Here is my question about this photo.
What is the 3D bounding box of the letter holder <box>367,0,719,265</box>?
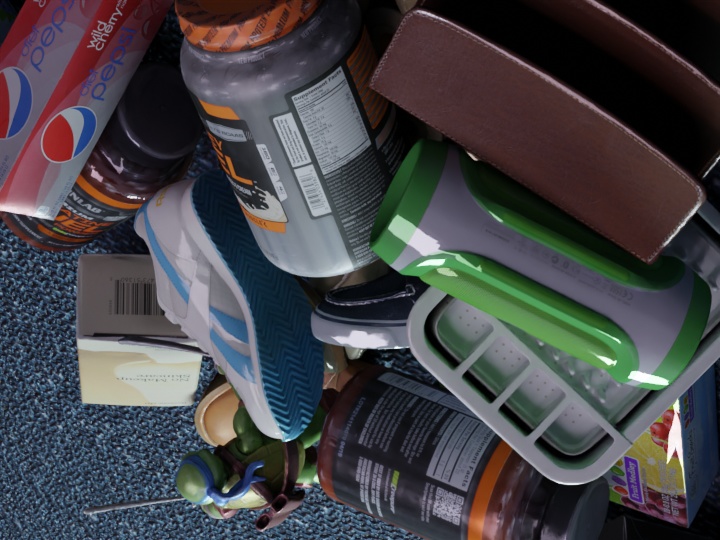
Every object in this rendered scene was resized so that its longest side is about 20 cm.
[{"bbox_3d":[0.128,-0.124,1.057,0.199,0.101,0.142,32,144,-1],"label":"letter holder"}]

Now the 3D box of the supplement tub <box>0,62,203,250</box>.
[{"bbox_3d":[-0.193,-0.089,1.380,0.107,0.107,0.199,45,146,-14],"label":"supplement tub"}]

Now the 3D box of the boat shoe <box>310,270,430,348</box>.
[{"bbox_3d":[0.061,-0.006,1.241,0.198,0.071,0.092,-6,107,5],"label":"boat shoe"}]

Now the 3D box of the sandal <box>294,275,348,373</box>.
[{"bbox_3d":[-0.077,0.016,1.405,0.200,0.054,0.081,48,165,41],"label":"sandal"}]

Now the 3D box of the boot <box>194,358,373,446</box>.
[{"bbox_3d":[-0.057,0.114,1.554,0.153,0.074,0.201,23,147,11],"label":"boot"}]

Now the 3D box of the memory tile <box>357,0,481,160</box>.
[{"bbox_3d":[0.039,-0.134,1.210,0.200,0.017,0.153,42,146,-8],"label":"memory tile"}]

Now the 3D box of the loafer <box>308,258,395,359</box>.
[{"bbox_3d":[0.000,0.000,1.354,0.068,0.076,0.200,36,150,7],"label":"loafer"}]

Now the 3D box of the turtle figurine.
[{"bbox_3d":[-0.086,0.118,1.420,0.199,0.193,0.146,2,95,49],"label":"turtle figurine"}]

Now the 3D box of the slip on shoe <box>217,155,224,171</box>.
[{"bbox_3d":[-0.060,-0.088,1.308,0.060,0.076,0.201,12,132,37],"label":"slip on shoe"}]

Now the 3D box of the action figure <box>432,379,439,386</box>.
[{"bbox_3d":[0.094,0.181,1.504,0.129,0.070,0.200,-17,124,42],"label":"action figure"}]

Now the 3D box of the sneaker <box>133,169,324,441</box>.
[{"bbox_3d":[-0.091,0.028,1.317,0.080,0.076,0.202,-15,103,39],"label":"sneaker"}]

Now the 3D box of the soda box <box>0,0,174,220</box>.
[{"bbox_3d":[-0.203,-0.137,1.263,0.070,0.201,0.063,41,-162,33],"label":"soda box"}]

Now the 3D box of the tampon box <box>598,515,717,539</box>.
[{"bbox_3d":[0.207,0.289,1.432,0.149,0.128,0.200,16,152,-21],"label":"tampon box"}]

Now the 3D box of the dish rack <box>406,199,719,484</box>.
[{"bbox_3d":[0.145,0.019,1.188,0.171,0.044,0.200,42,102,-12],"label":"dish rack"}]

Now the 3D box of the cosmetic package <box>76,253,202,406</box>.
[{"bbox_3d":[-0.180,0.052,1.509,0.104,0.072,0.200,1,161,-6],"label":"cosmetic package"}]

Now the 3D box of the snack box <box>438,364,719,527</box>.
[{"bbox_3d":[0.152,0.083,1.327,0.198,0.068,0.170,18,143,28],"label":"snack box"}]

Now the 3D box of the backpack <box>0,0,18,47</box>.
[{"bbox_3d":[-0.348,-0.150,1.365,0.146,0.200,0.184,-3,129,48],"label":"backpack"}]

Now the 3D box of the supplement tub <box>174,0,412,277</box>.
[{"bbox_3d":[-0.040,-0.105,1.191,0.122,0.123,0.201,9,137,34],"label":"supplement tub"}]

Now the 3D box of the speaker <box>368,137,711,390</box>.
[{"bbox_3d":[0.108,-0.003,1.114,0.199,0.089,0.089,26,148,-8],"label":"speaker"}]

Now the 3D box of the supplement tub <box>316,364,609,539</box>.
[{"bbox_3d":[0.074,0.146,1.319,0.198,0.107,0.108,20,144,26],"label":"supplement tub"}]
